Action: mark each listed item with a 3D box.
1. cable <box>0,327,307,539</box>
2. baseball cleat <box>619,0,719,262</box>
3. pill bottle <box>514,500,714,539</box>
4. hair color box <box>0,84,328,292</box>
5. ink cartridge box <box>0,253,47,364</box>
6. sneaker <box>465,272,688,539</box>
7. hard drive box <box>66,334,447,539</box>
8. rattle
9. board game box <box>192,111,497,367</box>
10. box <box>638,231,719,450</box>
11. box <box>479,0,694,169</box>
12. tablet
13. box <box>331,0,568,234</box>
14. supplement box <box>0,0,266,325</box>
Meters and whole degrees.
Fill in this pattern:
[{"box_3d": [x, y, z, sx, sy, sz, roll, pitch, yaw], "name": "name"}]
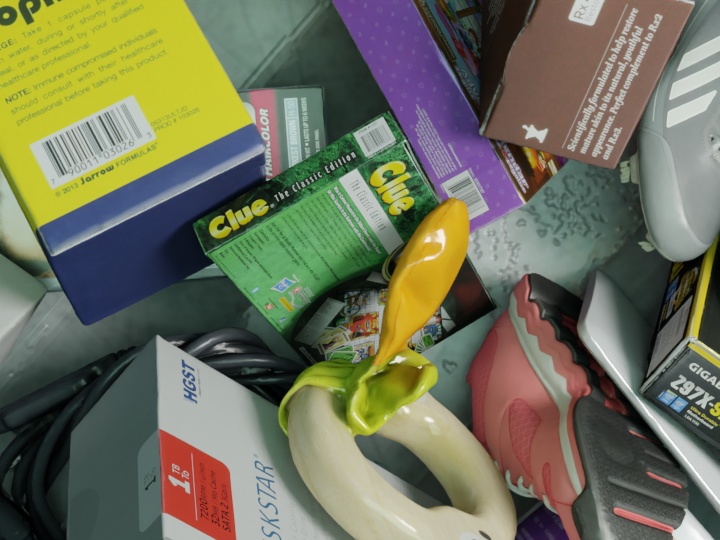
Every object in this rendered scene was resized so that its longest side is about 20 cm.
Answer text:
[{"box_3d": [-0.098, 0.113, 0.832, 0.200, 0.051, 0.163, -26, 108, 6], "name": "cable"}, {"box_3d": [0.201, -0.099, 0.809, 0.070, 0.106, 0.200, 36, 59, -39], "name": "baseball cleat"}, {"box_3d": [0.097, 0.195, 0.837, 0.200, 0.111, 0.111, -41, 94, -1], "name": "pill bottle"}, {"box_3d": [-0.116, -0.041, 0.842, 0.200, 0.061, 0.099, -4, 92, -2], "name": "hair color box"}, {"box_3d": [-0.261, 0.056, 0.811, 0.116, 0.067, 0.200, 36, 121, -4], "name": "ink cartridge box"}, {"box_3d": [0.102, 0.092, 0.806, 0.074, 0.200, 0.087, 27, 118, -26], "name": "sneaker"}, {"box_3d": [-0.037, 0.144, 0.747, 0.200, 0.156, 0.077, 32, 112, -26], "name": "hard drive box"}, {"box_3d": [0.065, 0.092, 0.730, 0.143, 0.130, 0.200, -43, 55, 9], "name": "rattle"}, {"box_3d": [0.000, 0.000, 0.788, 0.105, 0.200, 0.023, -27, 61, 4], "name": "board game box"}, {"box_3d": [0.247, 0.061, 0.819, 0.200, 0.160, 0.049, 35, 124, -3], "name": "box"}, {"box_3d": [0.106, -0.154, 0.773, 0.075, 0.200, 0.100, 15, 132, -6], "name": "box"}, {"box_3d": [0.182, 0.089, 0.831, 0.014, 0.130, 0.200, -37, 94, 17], "name": "tablet"}, {"box_3d": [0.035, -0.124, 0.808, 0.039, 0.137, 0.200, -28, 94, 20], "name": "box"}, {"box_3d": [-0.134, -0.095, 0.756, 0.109, 0.109, 0.200, -27, 74, -10], "name": "supplement box"}]
